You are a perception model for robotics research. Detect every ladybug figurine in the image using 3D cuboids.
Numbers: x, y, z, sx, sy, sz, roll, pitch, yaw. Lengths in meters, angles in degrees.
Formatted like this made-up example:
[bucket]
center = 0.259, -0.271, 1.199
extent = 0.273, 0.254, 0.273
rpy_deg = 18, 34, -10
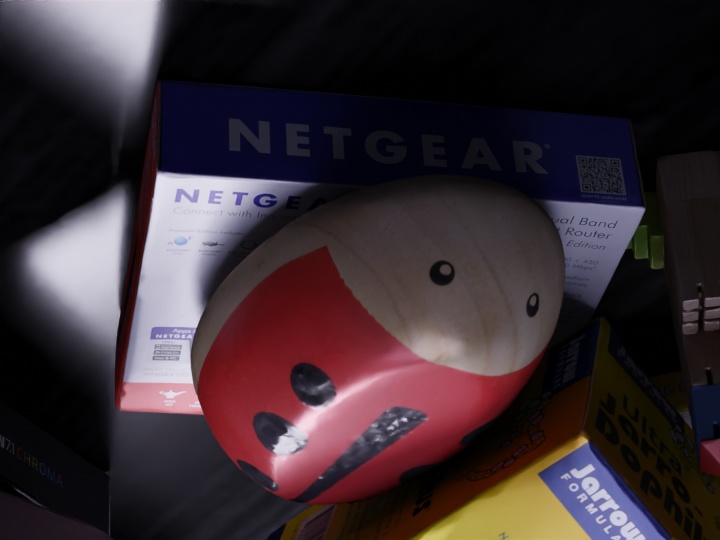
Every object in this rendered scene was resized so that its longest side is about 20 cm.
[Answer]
[ladybug figurine]
center = 0.005, 0.038, 0.789
extent = 0.136, 0.072, 0.200
rpy_deg = 15, 141, -24

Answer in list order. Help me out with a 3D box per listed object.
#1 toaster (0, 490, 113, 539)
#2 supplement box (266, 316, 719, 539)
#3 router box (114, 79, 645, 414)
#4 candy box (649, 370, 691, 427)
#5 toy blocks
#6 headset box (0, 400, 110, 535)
[toaster]
center = -0.219, 0.177, 0.847
extent = 0.181, 0.119, 0.200
rpy_deg = -28, 142, 29
[supplement box]
center = 0.054, 0.131, 0.836
extent = 0.200, 0.110, 0.109
rpy_deg = -36, 103, 23
[router box]
center = 0.000, 0.000, 0.840
extent = 0.200, 0.049, 0.180
rpy_deg = 3, 145, -10
[candy box]
center = 0.178, 0.084, 0.997
extent = 0.200, 0.026, 0.102
rpy_deg = -13, 141, 12
[toy blocks]
center = 0.207, 0.013, 0.801
extent = 0.200, 0.137, 0.100
rpy_deg = -7, 145, 4
[headset box]
center = -0.242, 0.131, 0.969
extent = 0.200, 0.093, 0.174
rpy_deg = -19, 143, 20
